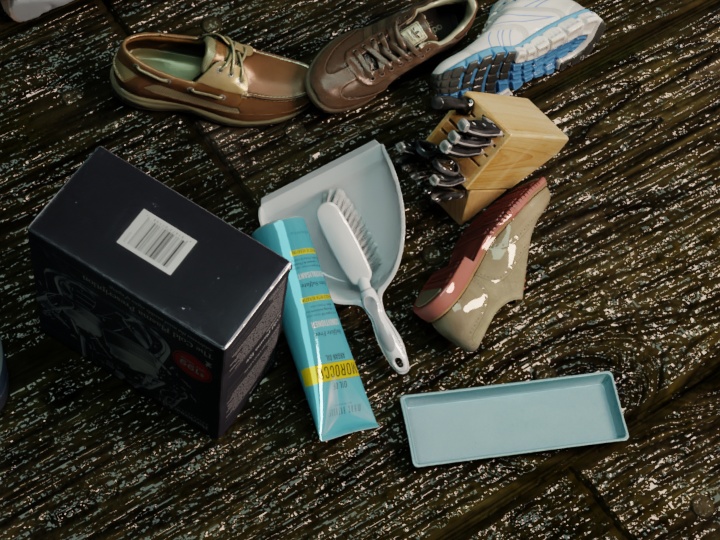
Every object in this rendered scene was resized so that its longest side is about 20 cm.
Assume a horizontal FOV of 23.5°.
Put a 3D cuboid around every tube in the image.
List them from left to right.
[{"bbox_3d":[-0.043,0.052,1.538,0.077,0.050,0.201,-9,75,-44],"label":"tube"}]

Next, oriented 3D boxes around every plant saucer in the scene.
[{"bbox_3d":[0.137,0.135,1.555,0.199,0.019,0.070,-7,62,-9],"label":"plant saucer"}]

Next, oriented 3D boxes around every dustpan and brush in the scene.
[{"bbox_3d":[0.000,0.000,1.578,0.139,0.057,0.200,-26,94,16],"label":"dustpan and brush"}]

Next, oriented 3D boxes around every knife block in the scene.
[{"bbox_3d":[0.118,-0.130,1.607,0.200,0.176,0.064,-36,71,-23],"label":"knife block"}]

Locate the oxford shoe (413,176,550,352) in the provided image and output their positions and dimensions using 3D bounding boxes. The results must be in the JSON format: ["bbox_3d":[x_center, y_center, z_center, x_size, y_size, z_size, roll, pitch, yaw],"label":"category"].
[{"bbox_3d":[0.127,-0.006,1.616,0.075,0.070,0.200,46,62,-12],"label":"oxford shoe"}]

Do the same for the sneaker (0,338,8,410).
[{"bbox_3d":[-0.357,0.032,1.518,0.070,0.082,0.200,-14,64,-14],"label":"sneaker"}]

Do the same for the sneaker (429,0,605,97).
[{"bbox_3d":[0.143,-0.228,1.732,0.200,0.075,0.087,-24,59,-26],"label":"sneaker"}]

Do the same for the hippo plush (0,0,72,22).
[{"bbox_3d":[-0.294,-0.357,1.695,0.199,0.159,0.161,-14,64,-13],"label":"hippo plush"}]

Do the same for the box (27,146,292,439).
[{"bbox_3d":[-0.173,0.023,1.487,0.200,0.182,0.104,31,63,11],"label":"box"}]

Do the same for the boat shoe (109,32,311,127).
[{"bbox_3d":[-0.141,-0.189,1.666,0.199,0.074,0.076,2,61,-8],"label":"boat shoe"}]

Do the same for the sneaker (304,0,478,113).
[{"bbox_3d":[0.031,-0.224,1.688,0.200,0.076,0.071,-35,90,-30],"label":"sneaker"}]
